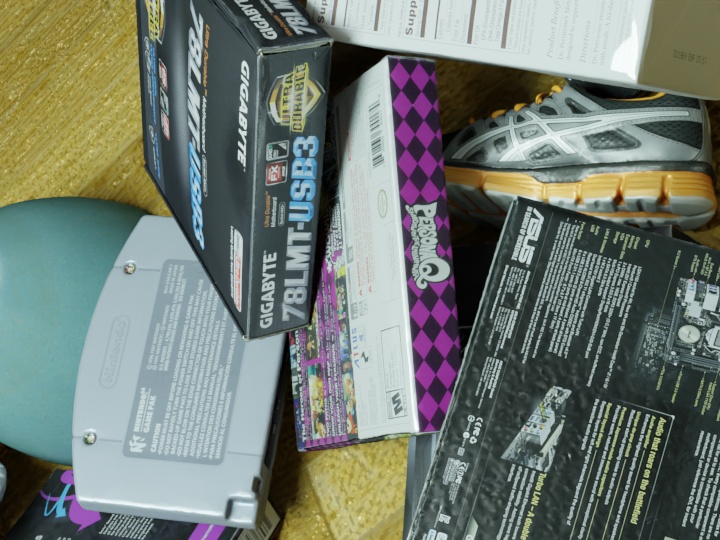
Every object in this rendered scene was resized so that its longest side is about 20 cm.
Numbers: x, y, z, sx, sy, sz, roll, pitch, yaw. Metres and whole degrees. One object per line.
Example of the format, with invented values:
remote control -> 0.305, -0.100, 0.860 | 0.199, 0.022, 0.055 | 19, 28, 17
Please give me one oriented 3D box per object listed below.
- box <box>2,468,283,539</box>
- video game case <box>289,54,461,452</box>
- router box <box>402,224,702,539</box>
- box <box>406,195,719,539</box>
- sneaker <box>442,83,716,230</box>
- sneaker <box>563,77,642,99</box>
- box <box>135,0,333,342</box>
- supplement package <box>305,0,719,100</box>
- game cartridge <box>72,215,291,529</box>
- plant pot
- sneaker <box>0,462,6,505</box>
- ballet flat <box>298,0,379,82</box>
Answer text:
box -> -0.164, 0.197, 0.847 | 0.200, 0.036, 0.143 | 0, 41, 36
video game case -> 0.000, 0.000, 0.754 | 0.181, 0.036, 0.200 | 154, 113, -65
router box -> 0.104, 0.082, 0.713 | 0.157, 0.052, 0.200 | -5, 74, 35
box -> 0.121, 0.087, 0.606 | 0.163, 0.086, 0.200 | 16, 80, 13
sneaker -> 0.107, -0.067, 0.745 | 0.200, 0.078, 0.077 | 5, 78, 27
sneaker -> 0.143, -0.196, 0.755 | 0.074, 0.081, 0.200 | -5, 93, 37
box -> -0.083, -0.095, 0.780 | 0.199, 0.050, 0.200 | -124, 30, -43
supplement package -> 0.085, -0.159, 0.679 | 0.200, 0.114, 0.110 | 15, 101, 34
game cartridge -> -0.112, 0.061, 0.840 | 0.133, 0.040, 0.200 | 6, 66, 7
plant pot -> -0.239, 0.032, 0.931 | 0.200, 0.135, 0.201 | -11, 70, 34
sneaker -> -0.282, 0.187, 0.924 | 0.200, 0.077, 0.112 | -127, 33, -73
ballet flat -> -0.070, -0.146, 0.890 | 0.200, 0.072, 0.068 | -4, 118, 36
